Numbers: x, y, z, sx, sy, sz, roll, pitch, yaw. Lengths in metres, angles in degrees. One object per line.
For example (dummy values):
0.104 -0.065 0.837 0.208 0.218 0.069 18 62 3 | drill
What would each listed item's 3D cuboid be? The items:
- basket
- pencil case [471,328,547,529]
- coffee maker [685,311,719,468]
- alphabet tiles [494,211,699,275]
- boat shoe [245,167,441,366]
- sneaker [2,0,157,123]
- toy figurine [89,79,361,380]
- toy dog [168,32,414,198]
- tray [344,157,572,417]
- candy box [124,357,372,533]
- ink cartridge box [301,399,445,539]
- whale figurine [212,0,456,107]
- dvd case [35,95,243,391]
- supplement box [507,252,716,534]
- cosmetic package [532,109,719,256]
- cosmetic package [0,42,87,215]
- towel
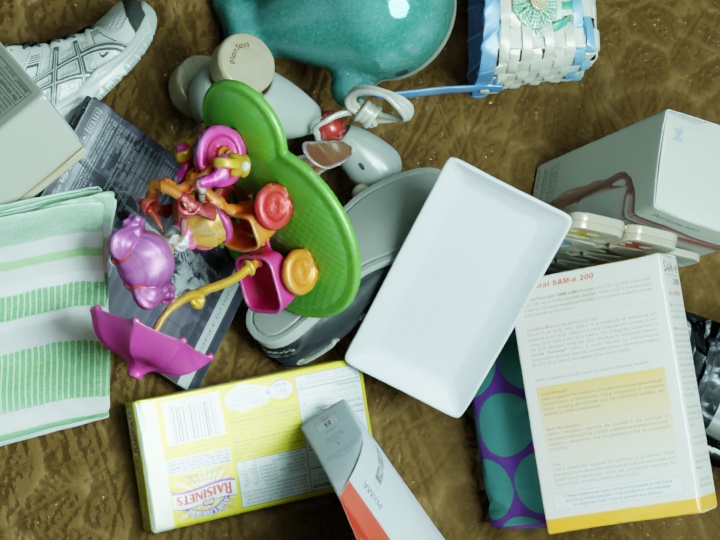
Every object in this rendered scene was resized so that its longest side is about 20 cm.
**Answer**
0.096 -0.232 1.804 0.198 0.139 0.178 -3 80 1 | basket
0.137 0.111 1.780 0.092 0.085 0.202 -7 83 -2 | pencil case
0.284 0.110 1.822 0.198 0.193 0.135 19 54 -1 | coffee maker
0.164 -0.016 1.754 0.194 0.200 0.015 12 77 -24 | alphabet tiles
0.000 0.000 1.715 0.200 0.074 0.060 -43 144 -5 | boat shoe
-0.238 -0.152 1.655 0.088 0.076 0.200 46 64 -11 | sneaker
-0.121 -0.010 1.575 0.184 0.149 0.201 -37 117 -37 | toy figurine
-0.064 -0.102 1.704 0.199 0.132 0.097 22 68 -1 | toy dog
0.074 0.012 1.681 0.107 0.201 0.022 26 27 -4 | tray
-0.082 0.134 1.696 0.199 0.026 0.103 -10 95 -27 | candy box
0.032 0.203 1.634 0.057 0.200 0.163 -35 114 -3 | ink cartridge box
-0.025 -0.210 1.720 0.198 0.104 0.161 -9 84 11 | whale figurine
-0.167 -0.017 1.658 0.200 0.016 0.150 36 72 -33 | dvd case
0.196 0.096 1.689 0.073 0.125 0.202 5 76 -70 | supplement box
0.231 -0.057 1.795 0.103 0.200 0.088 17 72 -22 | cosmetic package
-0.307 -0.067 1.546 0.200 0.104 0.073 -39 140 -4 | cosmetic package
-0.247 0.040 1.575 0.152 0.023 0.201 -14 127 -27 | towel
